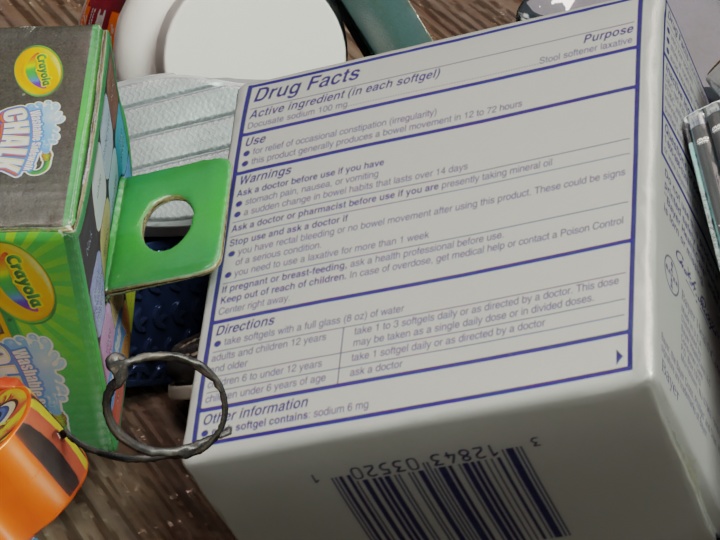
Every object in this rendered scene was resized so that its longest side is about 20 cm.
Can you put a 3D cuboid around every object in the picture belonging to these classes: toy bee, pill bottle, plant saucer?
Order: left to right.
[{"bbox_3d":[-0.137,0.089,1.024,0.200,0.131,0.109,-16,21,-1],"label":"toy bee"},{"bbox_3d":[-0.071,-0.107,1.372,0.113,0.113,0.200,-5,7,-13],"label":"pill bottle"},{"bbox_3d":[0.021,-0.101,1.363,0.027,0.200,0.200,-31,30,0],"label":"plant saucer"}]

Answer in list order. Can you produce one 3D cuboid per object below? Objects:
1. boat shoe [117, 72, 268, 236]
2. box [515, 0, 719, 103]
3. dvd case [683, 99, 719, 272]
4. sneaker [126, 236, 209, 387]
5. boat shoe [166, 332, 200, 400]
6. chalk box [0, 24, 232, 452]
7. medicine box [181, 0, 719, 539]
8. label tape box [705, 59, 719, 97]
[{"bbox_3d":[-0.045,-0.049,1.238,0.200,0.072,0.062,-7,-16,-2],"label":"boat shoe"},{"bbox_3d":[0.164,-0.126,1.267,0.124,0.197,0.200,26,73,14],"label":"box"},{"bbox_3d":[0.178,0.049,1.048,0.022,0.146,0.200,-26,47,21],"label":"dvd case"},{"bbox_3d":[-0.077,0.000,1.281,0.200,0.070,0.078,-18,22,-38],"label":"sneaker"},{"bbox_3d":[0.000,0.000,1.238,0.200,0.060,0.074,-22,12,-16],"label":"boat shoe"},{"bbox_3d":[-0.150,-0.011,1.100,0.200,0.124,0.125,0,44,4],"label":"chalk box"},{"bbox_3d":[0.043,0.010,1.087,0.182,0.103,0.200,-11,46,20],"label":"medicine box"},{"bbox_3d":[0.214,-0.022,1.020,0.063,0.144,0.200,-44,17,6],"label":"label tape box"}]
